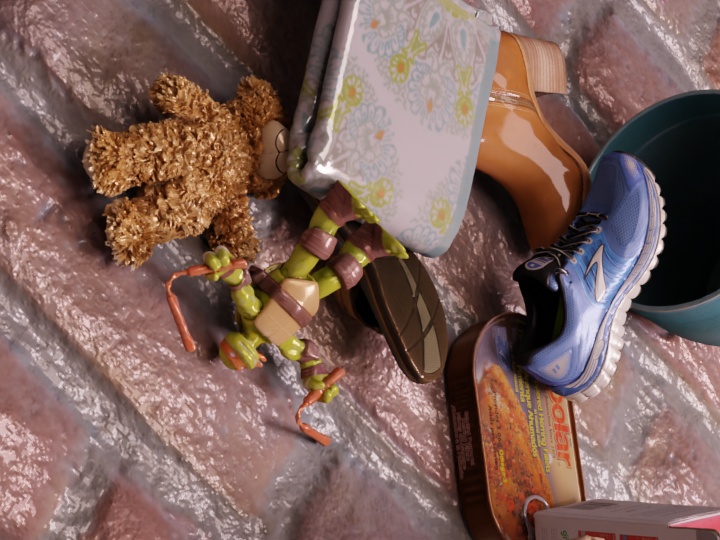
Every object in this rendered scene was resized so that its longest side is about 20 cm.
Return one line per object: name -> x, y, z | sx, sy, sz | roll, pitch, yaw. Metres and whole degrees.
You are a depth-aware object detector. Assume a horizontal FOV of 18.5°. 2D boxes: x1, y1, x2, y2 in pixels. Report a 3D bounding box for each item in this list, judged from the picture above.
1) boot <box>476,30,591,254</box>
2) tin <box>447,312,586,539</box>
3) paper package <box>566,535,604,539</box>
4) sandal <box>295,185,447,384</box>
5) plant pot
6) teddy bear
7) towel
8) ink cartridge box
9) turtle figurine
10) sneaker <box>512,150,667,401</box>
boot -> 0.104, -0.097, 1.771 | 0.155, 0.077, 0.200 | -2, 87, -37
tin -> 0.122, 0.134, 1.731 | 0.112, 0.042, 0.200 | 5, 72, -38
paper package -> 0.067, 0.284, 1.510 | 0.191, 0.200, 0.104 | -39, 104, -44
sandal -> 0.000, 0.000, 1.654 | 0.200, 0.055, 0.082 | 56, 31, 7
plant pot -> 0.312, -0.020, 1.865 | 0.188, 0.200, 0.200 | 37, 52, -47
teddy bear -> -0.112, -0.072, 1.560 | 0.200, 0.067, 0.145 | 0, 78, -43
towel -> 0.024, -0.128, 1.634 | 0.171, 0.048, 0.200 | 26, 70, -44
ink cartridge box -> 0.225, 0.279, 1.651 | 0.084, 0.175, 0.200 | -5, 93, -44
turtle figurine -> -0.043, 0.023, 1.568 | 0.161, 0.064, 0.200 | -45, 124, -4
sneaker -> 0.174, -0.003, 1.729 | 0.089, 0.079, 0.200 | 24, 77, -28
